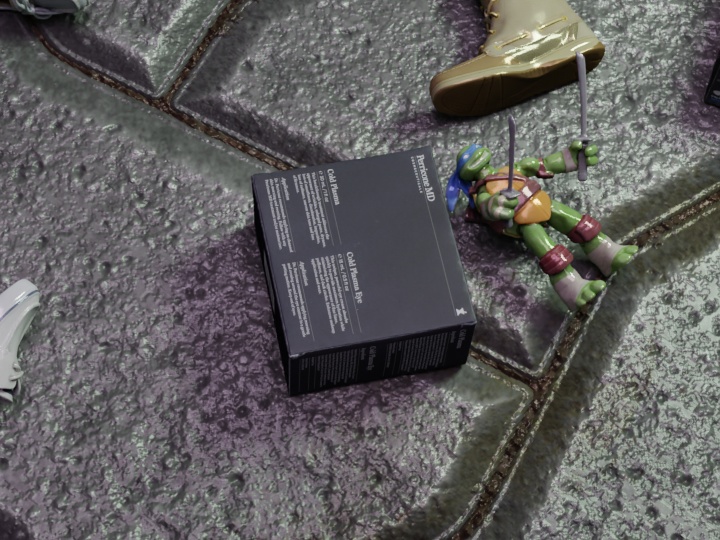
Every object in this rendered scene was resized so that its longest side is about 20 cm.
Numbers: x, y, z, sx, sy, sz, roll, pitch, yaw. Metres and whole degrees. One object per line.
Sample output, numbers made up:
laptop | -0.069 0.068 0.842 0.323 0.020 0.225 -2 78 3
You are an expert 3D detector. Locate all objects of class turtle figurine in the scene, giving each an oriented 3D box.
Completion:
turtle figurine | 0.191 -0.072 1.634 0.200 0.144 0.194 -42 90 23

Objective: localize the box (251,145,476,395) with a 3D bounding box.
box | 0.000 0.000 1.625 0.182 0.104 0.200 -10 65 -6

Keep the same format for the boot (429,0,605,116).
boot | 0.141 -0.257 1.775 0.200 0.073 0.156 -20 67 -14

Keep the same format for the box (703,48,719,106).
box | 0.462 -0.267 1.773 0.132 0.115 0.200 19 65 7

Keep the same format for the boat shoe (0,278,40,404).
boat shoe | -0.353 0.103 1.583 0.065 0.074 0.200 30 76 6

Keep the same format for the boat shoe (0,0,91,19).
boat shoe | -0.384 -0.299 1.774 0.201 0.074 0.065 12 70 8
